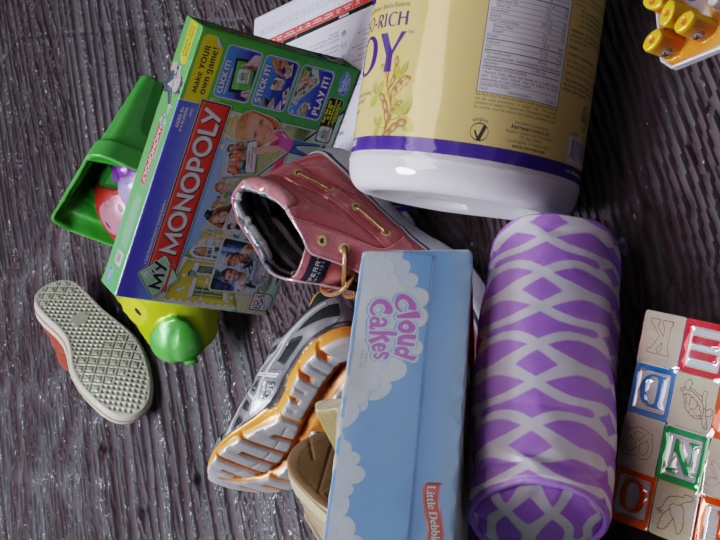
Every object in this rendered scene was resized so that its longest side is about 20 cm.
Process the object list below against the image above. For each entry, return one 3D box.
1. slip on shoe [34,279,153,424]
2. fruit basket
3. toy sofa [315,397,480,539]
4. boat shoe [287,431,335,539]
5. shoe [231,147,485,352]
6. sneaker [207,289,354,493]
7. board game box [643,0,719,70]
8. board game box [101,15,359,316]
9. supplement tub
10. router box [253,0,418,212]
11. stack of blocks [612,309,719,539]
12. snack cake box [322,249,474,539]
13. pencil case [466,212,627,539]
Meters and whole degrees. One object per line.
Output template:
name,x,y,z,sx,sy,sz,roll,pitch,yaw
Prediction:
slip on shoe,-0.253,0.084,1.277,0.200,0.074,0.061,42,150,41
fruit basket,-0.175,-0.030,1.112,0.216,0.155,0.216,-90,26,-51
toy sofa,0.024,0.171,0.804,0.097,0.083,0.201,-10,48,15
boat shoe,0.021,0.191,0.898,0.200,0.071,0.065,46,153,41
shoe,0.000,0.000,0.893,0.200,0.091,0.072,47,137,23
sneaker,-0.052,0.097,1.006,0.200,0.078,0.077,-48,34,30
board game box,0.216,-0.226,0.662,0.199,0.026,0.201,-19,68,49
board game box,-0.093,-0.069,0.956,0.029,0.134,0.201,39,113,48
supplement tub,0.076,-0.139,0.825,0.145,0.145,0.201,6,87,52
router box,-0.012,-0.128,1.014,0.199,0.049,0.181,-10,75,51
stack of blocks,0.224,0.094,0.654,0.199,0.058,0.116,12,92,52
snack cake box,0.027,0.100,0.732,0.115,0.067,0.201,81,-167,-48
pencil case,0.104,0.060,0.745,0.086,0.083,0.201,94,-173,-50
